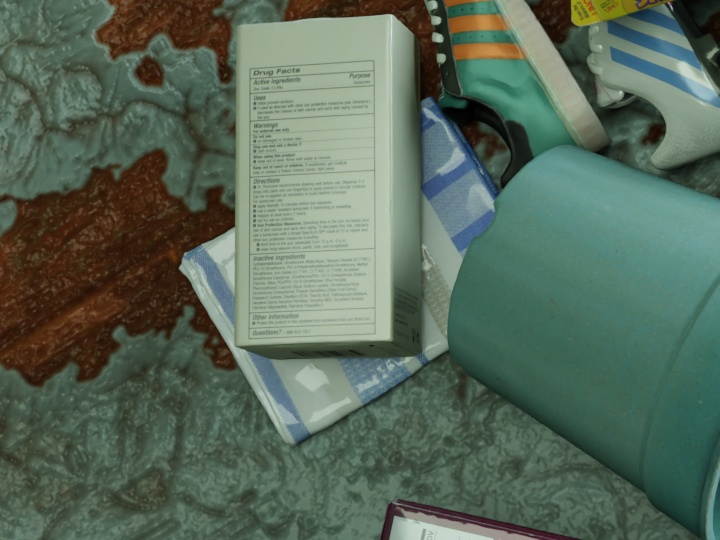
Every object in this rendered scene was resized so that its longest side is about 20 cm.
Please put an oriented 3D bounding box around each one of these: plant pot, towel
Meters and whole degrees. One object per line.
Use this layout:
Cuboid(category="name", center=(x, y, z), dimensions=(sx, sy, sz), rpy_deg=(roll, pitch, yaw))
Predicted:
Cuboid(category="plant pot", center=(0.168, 0.034, 1.417), dimensions=(0.196, 0.200, 0.200), rpy_deg=(27, 89, 27))
Cuboid(category="towel", center=(0.000, 0.000, 1.551), dimensions=(0.200, 0.024, 0.147), rpy_deg=(-33, 75, 9))

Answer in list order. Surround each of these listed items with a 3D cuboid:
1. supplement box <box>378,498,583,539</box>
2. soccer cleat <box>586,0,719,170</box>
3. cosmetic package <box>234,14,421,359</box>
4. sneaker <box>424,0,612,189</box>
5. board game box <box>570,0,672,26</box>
Cuboid(category="supplement box", center=(0.114, 0.204, 1.428), dimensions=(0.200, 0.131, 0.103), rpy_deg=(11, 85, 19))
Cuboid(category="soccer cleat", center=(0.160, -0.151, 1.505), dimensions=(0.086, 0.070, 0.200), rpy_deg=(-37, 69, 20))
Cuboid(category="cosmetic package", center=(-0.019, -0.049, 1.514), dimensions=(0.105, 0.071, 0.200), rpy_deg=(-1, 81, 16))
Cuboid(category="sneaker", center=(0.069, -0.140, 1.528), dimensions=(0.080, 0.071, 0.200), rpy_deg=(-33, 75, 5))
Cuboid(category="board game box", center=(0.209, -0.204, 1.418), dimensions=(0.200, 0.030, 0.096), rpy_deg=(-17, 47, 22))
